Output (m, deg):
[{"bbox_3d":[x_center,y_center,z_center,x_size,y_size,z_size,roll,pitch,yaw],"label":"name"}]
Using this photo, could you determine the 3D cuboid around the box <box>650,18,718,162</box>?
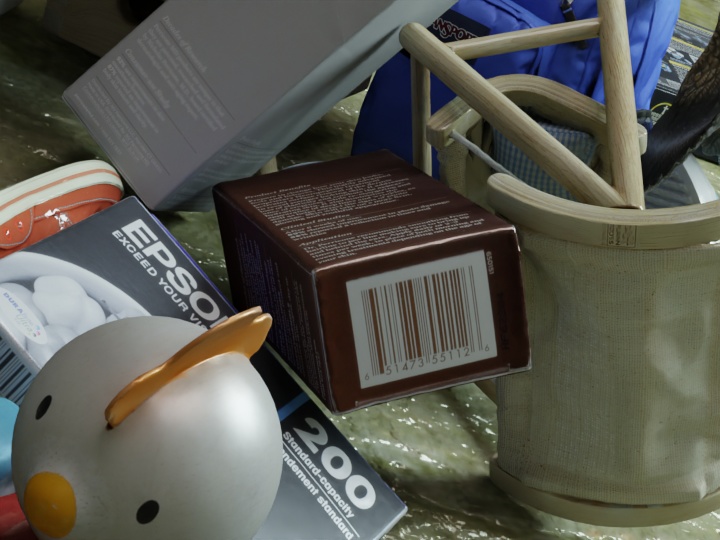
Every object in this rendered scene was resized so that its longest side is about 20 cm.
[{"bbox_3d":[0.237,-0.157,1.622,0.199,0.049,0.162,15,33,-27],"label":"box"}]

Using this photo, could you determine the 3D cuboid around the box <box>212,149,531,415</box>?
[{"bbox_3d":[0.000,0.000,0.991,0.099,0.076,0.200,-12,18,-13],"label":"box"}]

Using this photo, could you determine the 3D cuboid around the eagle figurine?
[{"bbox_3d":[0.222,-0.143,1.137,0.150,0.202,0.151,-1,8,-7],"label":"eagle figurine"}]

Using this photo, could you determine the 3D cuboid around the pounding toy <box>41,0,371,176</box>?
[{"bbox_3d":[-0.072,-0.142,1.227,0.199,0.143,0.184,28,25,18],"label":"pounding toy"}]

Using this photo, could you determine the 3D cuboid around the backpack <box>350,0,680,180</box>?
[{"bbox_3d":[0.096,-0.128,1.220,0.162,0.201,0.167,28,14,23],"label":"backpack"}]

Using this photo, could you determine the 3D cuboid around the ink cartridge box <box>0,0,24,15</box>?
[{"bbox_3d":[-0.232,-0.202,1.121,0.084,0.146,0.200,30,27,3],"label":"ink cartridge box"}]

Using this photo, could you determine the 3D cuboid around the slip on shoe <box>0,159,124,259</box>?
[{"bbox_3d":[-0.166,-0.008,0.968,0.062,0.074,0.200,67,20,-7],"label":"slip on shoe"}]

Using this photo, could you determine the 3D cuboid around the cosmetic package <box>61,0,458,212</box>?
[{"bbox_3d":[-0.045,-0.121,1.066,0.090,0.200,0.107,49,9,8],"label":"cosmetic package"}]

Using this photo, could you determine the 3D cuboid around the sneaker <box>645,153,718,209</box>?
[{"bbox_3d":[0.219,0.021,1.227,0.081,0.074,0.202,-7,77,-42],"label":"sneaker"}]

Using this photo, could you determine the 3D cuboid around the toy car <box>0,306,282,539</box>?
[{"bbox_3d":[-0.095,0.087,0.710,0.184,0.201,0.176,41,35,19],"label":"toy car"}]

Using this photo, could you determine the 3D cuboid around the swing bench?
[{"bbox_3d":[0.106,-0.001,1.039,0.128,0.200,0.201,-12,41,-10],"label":"swing bench"}]

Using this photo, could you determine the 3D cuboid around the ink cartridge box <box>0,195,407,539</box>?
[{"bbox_3d":[-0.070,0.061,0.915,0.198,0.043,0.200,49,28,3],"label":"ink cartridge box"}]
